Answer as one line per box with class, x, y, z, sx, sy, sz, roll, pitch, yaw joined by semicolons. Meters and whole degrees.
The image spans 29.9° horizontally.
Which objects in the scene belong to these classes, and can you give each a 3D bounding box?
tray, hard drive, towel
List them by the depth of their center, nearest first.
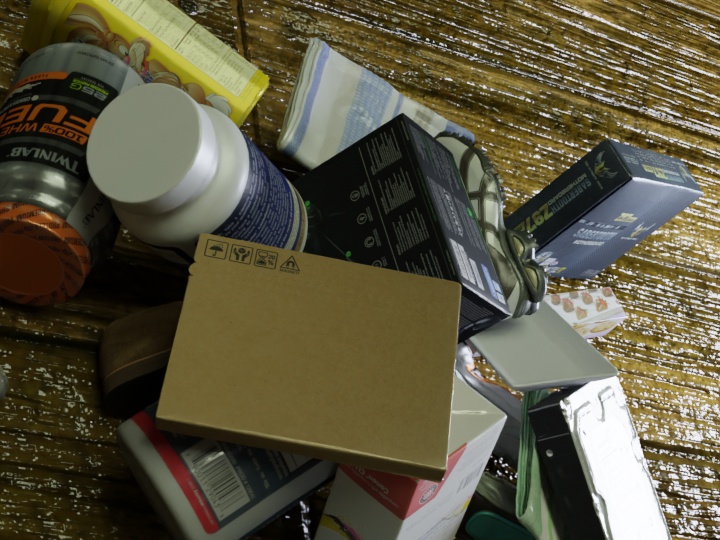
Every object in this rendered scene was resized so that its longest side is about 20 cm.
hard drive;0.213;0.194;1.154;0.139;0.038;0.201;-15;86;-60
towel;0.192;0.201;1.172;0.200;0.023;0.153;50;36;-35
tray;0.131;0.054;1.190;0.107;0.022;0.200;-5;29;-22
towel;0.019;-0.120;1.264;0.199;0.024;0.148;30;50;-19

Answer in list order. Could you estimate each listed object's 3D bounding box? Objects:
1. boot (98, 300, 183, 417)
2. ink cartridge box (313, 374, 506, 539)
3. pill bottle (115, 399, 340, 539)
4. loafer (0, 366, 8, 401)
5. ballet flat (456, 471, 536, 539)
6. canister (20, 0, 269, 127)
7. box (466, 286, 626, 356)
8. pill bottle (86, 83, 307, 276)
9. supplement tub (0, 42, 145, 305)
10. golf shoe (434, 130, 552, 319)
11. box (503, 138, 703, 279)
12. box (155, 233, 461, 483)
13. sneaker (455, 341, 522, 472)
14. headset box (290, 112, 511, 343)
boot;-0.111;0.045;1.060;0.199;0.074;0.076;-17;52;-4
ink cartridge box;0.026;0.184;1.019;0.067;0.201;0.116;36;38;24
pill bottle;-0.067;0.114;0.995;0.199;0.120;0.120;-31;75;-17
loafer;-0.316;0.016;0.988;0.070;0.070;0.200;-32;77;-38
ballet flat;0.088;0.190;1.143;0.199;0.067;0.064;31;36;-20
canister;-0.189;-0.184;1.189;0.199;0.148;0.087;36;68;-8
box;0.180;0.050;1.340;0.199;0.041;0.039;-5;59;-39
pill bottle;-0.125;-0.060;1.051;0.116;0.115;0.200;65;8;25
supplement tub;-0.242;-0.077;1.079;0.122;0.123;0.201;24;45;-17
golf shoe;0.088;-0.041;1.205;0.094;0.078;0.201;-18;57;-15
box;0.236;-0.056;1.343;0.200;0.158;0.051;3;52;-57
box;-0.032;0.058;0.947;0.198;0.021;0.164;11;51;-3
sneaker;0.087;0.133;1.196;0.200;0.076;0.092;44;70;-10
headset box;0.000;0.000;1.139;0.093;0.199;0.175;31;34;-52
